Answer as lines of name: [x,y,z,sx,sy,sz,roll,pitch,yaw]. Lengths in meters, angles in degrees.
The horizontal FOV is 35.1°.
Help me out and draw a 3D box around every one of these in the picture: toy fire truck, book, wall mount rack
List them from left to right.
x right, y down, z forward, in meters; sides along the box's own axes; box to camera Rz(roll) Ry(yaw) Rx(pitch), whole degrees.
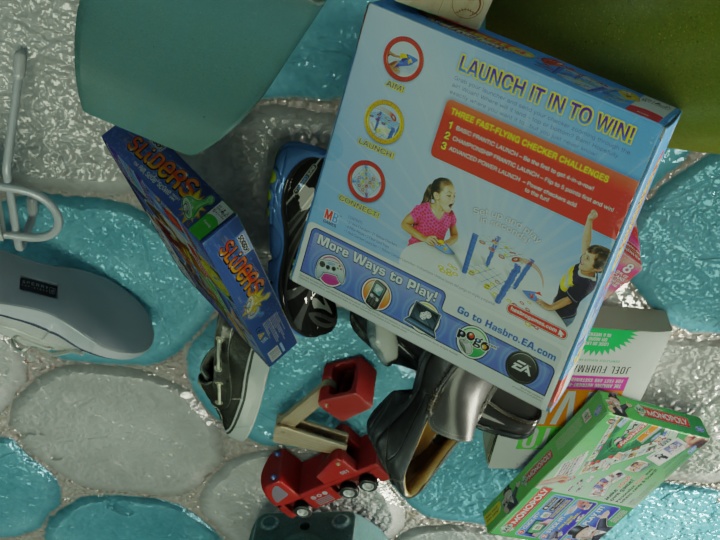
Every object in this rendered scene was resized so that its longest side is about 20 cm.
wall mount rack: [-0.333,-0.097,0.919,0.197,0.075,0.175,9,138,-2]
toy fire truck: [-0.041,0.175,1.158,0.199,0.049,0.141,-27,125,29]
book: [0.200,0.111,1.079,0.132,0.048,0.201,4,134,-5]

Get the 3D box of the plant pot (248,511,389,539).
plant pot: [-0.052,0.379,1.264,0.194,0.197,0.202,-4,125,10]

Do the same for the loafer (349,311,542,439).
loafer: [0.086,0.074,1.007,0.199,0.073,0.072,35,124,-5]

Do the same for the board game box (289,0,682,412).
board game box: [0.072,-0.044,0.724,0.198,0.056,0.198,27,116,17]

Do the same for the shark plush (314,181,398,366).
shark plush: [0.000,0.000,0.885,0.091,0.083,0.200,-46,144,8]

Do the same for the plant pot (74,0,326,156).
plant pot: [-0.113,-0.182,0.767,0.140,0.143,0.200,21,140,-14]

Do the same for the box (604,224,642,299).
box: [0.116,-0.055,0.887,0.199,0.100,0.095,31,130,-21]

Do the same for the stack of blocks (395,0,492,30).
stack of blocks: [0.081,-0.264,0.679,0.058,0.116,0.201,17,128,-10]

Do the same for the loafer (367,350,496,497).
loafer: [0.078,0.107,0.922,0.072,0.073,0.201,5,137,-29]

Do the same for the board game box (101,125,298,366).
board game box: [-0.122,-0.019,0.897,0.034,0.135,0.201,-40,151,-13]

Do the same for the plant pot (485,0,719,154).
plant pot: [0.189,-0.160,0.743,0.198,0.188,0.188,-2,136,28]

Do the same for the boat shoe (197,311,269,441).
boat shoe: [-0.118,0.093,1.066,0.063,0.071,0.201,15,142,-4]

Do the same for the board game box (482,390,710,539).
board game box: [0.229,0.203,1.122,0.133,0.029,0.201,17,128,-27]

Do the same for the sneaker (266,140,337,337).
sneaker: [-0.033,-0.017,0.959,0.082,0.071,0.201,7,131,8]

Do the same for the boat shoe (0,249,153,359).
boat shoe: [-0.290,0.043,1.032,0.200,0.075,0.086,20,145,-36]
